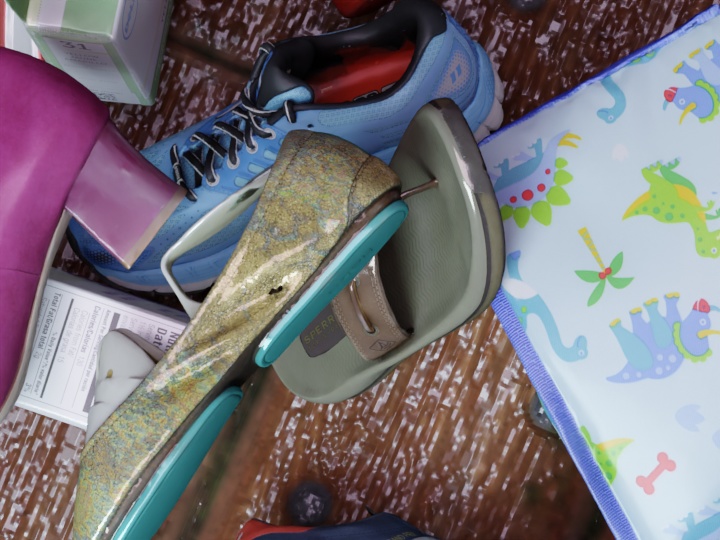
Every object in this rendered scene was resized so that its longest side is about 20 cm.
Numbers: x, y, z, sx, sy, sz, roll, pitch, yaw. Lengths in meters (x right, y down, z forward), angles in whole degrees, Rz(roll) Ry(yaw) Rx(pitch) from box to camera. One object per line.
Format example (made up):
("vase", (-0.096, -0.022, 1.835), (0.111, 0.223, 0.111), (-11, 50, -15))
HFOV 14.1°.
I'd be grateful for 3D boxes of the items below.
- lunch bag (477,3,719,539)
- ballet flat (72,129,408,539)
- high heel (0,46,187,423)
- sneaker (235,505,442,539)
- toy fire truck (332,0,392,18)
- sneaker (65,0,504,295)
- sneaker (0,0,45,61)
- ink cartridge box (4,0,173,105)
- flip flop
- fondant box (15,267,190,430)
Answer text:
("lunch bag", (0.145, 0.005, 1.228), (0.170, 0.127, 0.200), (-29, 96, 5))
("ballet flat", (-0.063, 0.028, 1.142), (0.071, 0.071, 0.200), (38, 86, 4))
("high heel", (-0.163, 0.012, 1.143), (0.096, 0.067, 0.200), (40, 77, -5))
("sneaker", (0.035, 0.143, 1.271), (0.199, 0.085, 0.075), (13, 113, -18))
("toy fire truck", (0.026, -0.194, 1.218), (0.200, 0.168, 0.112), (-30, 87, 5))
("sneaker", (-0.041, -0.064, 1.255), (0.199, 0.090, 0.079), (-27, 55, 0))
("sneaker", (-0.193, -0.154, 1.287), (0.115, 0.078, 0.201), (-4, 88, 4))
("ink cartridge box", (-0.108, -0.165, 1.204), (0.048, 0.200, 0.146), (9, 78, 6))
("flip flop", (0.000, 0.000, 1.218), (0.057, 0.200, 0.081), (-10, 70, -33))
("fondant box", (-0.158, 0.020, 1.249), (0.199, 0.144, 0.058), (19, 90, 5))
